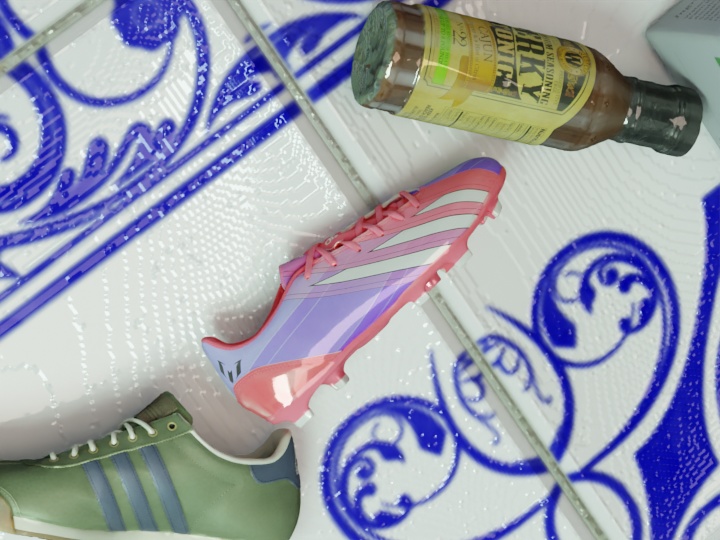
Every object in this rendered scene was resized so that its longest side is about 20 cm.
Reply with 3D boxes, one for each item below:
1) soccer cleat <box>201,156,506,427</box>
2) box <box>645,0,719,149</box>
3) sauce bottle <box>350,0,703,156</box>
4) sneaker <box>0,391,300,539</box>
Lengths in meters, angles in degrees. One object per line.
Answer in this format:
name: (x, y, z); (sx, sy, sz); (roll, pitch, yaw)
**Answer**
soccer cleat: (0.000, 0.000, 1.115); (0.076, 0.067, 0.200); (43, 83, -2)
box: (0.315, -0.117, 1.134); (0.200, 0.171, 0.199); (-40, 108, -7)
sauce bottle: (0.097, -0.103, 1.126); (0.200, 0.065, 0.065); (9, 96, -20)
sneaker: (-0.125, 0.108, 1.094); (0.200, 0.067, 0.090); (13, 87, -19)
